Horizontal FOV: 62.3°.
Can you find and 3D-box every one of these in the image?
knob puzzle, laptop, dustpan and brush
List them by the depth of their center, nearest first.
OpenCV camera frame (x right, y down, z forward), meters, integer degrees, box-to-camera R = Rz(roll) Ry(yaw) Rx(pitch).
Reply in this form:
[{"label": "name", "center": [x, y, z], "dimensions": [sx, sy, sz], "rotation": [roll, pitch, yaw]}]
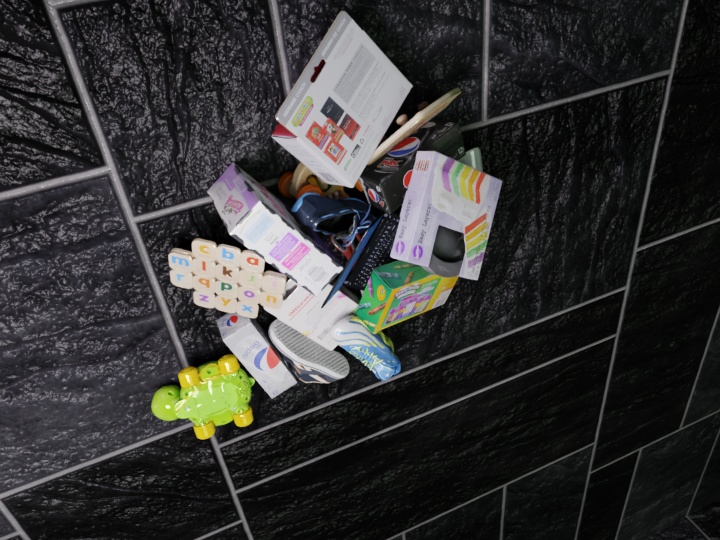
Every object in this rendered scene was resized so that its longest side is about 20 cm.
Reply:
[{"label": "knob puzzle", "center": [0.082, -0.248, 0.989], "dimensions": [0.219, 0.220, 0.030], "rotation": [-37, 95, 0]}, {"label": "laptop", "center": [0.042, -0.007, 1.079], "dimensions": [0.199, 0.103, 0.178], "rotation": [16, 120, -29]}, {"label": "dustpan and brush", "center": [0.171, -0.142, 1.108], "dimensions": [0.199, 0.057, 0.140], "rotation": [-19, 107, -24]}]

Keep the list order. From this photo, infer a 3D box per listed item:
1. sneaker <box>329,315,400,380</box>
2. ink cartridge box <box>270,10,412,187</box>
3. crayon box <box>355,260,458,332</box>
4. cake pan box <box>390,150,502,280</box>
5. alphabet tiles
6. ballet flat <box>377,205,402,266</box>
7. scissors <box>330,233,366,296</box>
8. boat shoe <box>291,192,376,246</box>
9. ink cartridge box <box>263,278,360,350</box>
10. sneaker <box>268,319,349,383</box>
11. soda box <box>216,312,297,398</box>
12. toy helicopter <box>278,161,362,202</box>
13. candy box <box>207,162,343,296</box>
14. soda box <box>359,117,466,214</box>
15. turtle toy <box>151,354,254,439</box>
[{"label": "sneaker", "center": [0.024, 0.158, 1.183], "dimensions": [0.076, 0.105, 0.200], "rotation": [-47, 142, 11]}, {"label": "ink cartridge box", "center": [-0.040, -0.263, 0.927], "dimensions": [0.175, 0.084, 0.200], "rotation": [37, 79, -38]}, {"label": "crayon box", "center": [0.096, 0.032, 1.126], "dimensions": [0.200, 0.058, 0.119], "rotation": [-18, 143, -37]}, {"label": "cake pan box", "center": [0.154, -0.090, 1.050], "dimensions": [0.184, 0.052, 0.201], "rotation": [15, 90, -35]}, {"label": "alphabet tiles", "center": [-0.228, 0.016, 1.025], "dimensions": [0.199, 0.015, 0.196], "rotation": [14, 143, -3]}, {"label": "ballet flat", "center": [0.072, -0.066, 1.162], "dimensions": [0.071, 0.069, 0.201], "rotation": [21, 107, -21]}, {"label": "scissors", "center": [0.000, 0.000, 1.157], "dimensions": [0.014, 0.073, 0.200], "rotation": [-52, 129, -41]}, {"label": "boat shoe", "center": [-0.036, -0.078, 1.014], "dimensions": [0.200, 0.069, 0.084], "rotation": [-5, 136, -50]}, {"label": "ink cartridge box", "center": [-0.093, 0.062, 1.163], "dimensions": [0.117, 0.067, 0.200], "rotation": [-45, 130, 8]}, {"label": "sneaker", "center": [-0.121, 0.176, 1.215], "dimensions": [0.200, 0.079, 0.079], "rotation": [38, 128, -25]}, {"label": "soda box", "center": [-0.202, 0.162, 1.175], "dimensions": [0.063, 0.068, 0.200], "rotation": [-32, 129, -5]}, {"label": "toy helicopter", "center": [-0.041, -0.144, 1.066], "dimensions": [0.132, 0.079, 0.200], "rotation": [-53, 139, 1]}, {"label": "candy box", "center": [-0.142, -0.069, 0.988], "dimensions": [0.072, 0.168, 0.200], "rotation": [-46, 129, 6]}, {"label": "soda box", "center": [0.095, -0.191, 1.064], "dimensions": [0.200, 0.063, 0.071], "rotation": [-39, 132, -19]}, {"label": "turtle toy", "center": [-0.303, 0.240, 1.152], "dimensions": [0.199, 0.101, 0.146], "rotation": [-15, 103, -14]}]
